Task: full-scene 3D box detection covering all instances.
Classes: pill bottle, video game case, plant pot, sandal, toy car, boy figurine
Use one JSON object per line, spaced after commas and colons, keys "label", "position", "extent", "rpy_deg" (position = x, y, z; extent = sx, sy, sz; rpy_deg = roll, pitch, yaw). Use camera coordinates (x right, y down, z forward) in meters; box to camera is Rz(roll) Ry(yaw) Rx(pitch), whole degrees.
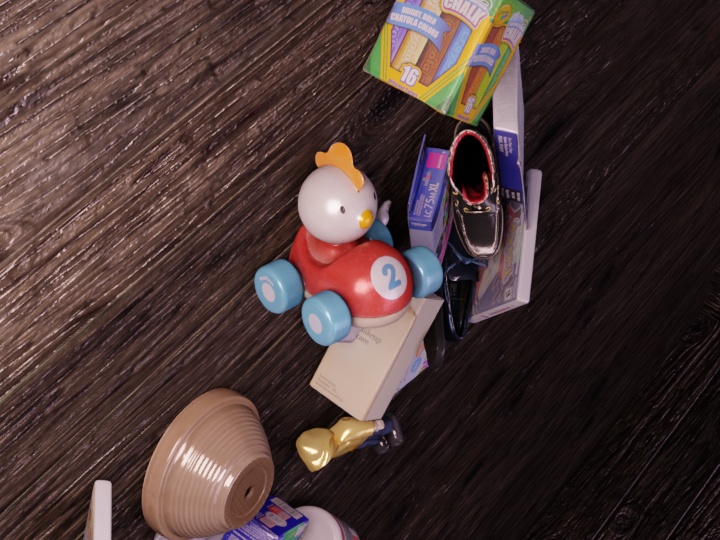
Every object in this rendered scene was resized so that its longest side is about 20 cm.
{"label": "pill bottle", "position": [-0.062, 0.453, 2.168], "extent": [0.116, 0.115, 0.200], "rpy_deg": [-55, 157, -7]}
{"label": "video game case", "position": [-0.305, 0.372, 1.510], "extent": [0.201, 0.023, 0.183], "rpy_deg": [-104, -154, -54]}
{"label": "plant pot", "position": [-0.173, 0.257, 1.678], "extent": [0.201, 0.092, 0.202], "rpy_deg": [-38, 140, -41]}
{"label": "sandal", "position": [0.093, 0.056, 1.969], "extent": [0.201, 0.045, 0.076], "rpy_deg": [-92, -168, -47]}
{"label": "toy car", "position": [-0.014, -0.049, 1.581], "extent": [0.183, 0.176, 0.202], "rpy_deg": [-26, 130, -34]}
{"label": "video game case", "position": [0.212, -0.034, 2.007], "extent": [0.182, 0.023, 0.202], "rpy_deg": [151, -51, -66]}
{"label": "boy figurine", "position": [-0.017, 0.259, 2.045], "extent": [0.124, 0.065, 0.199], "rpy_deg": [-32, 165, 34]}

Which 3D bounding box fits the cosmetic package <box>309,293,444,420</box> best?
{"label": "cosmetic package", "position": [0.023, 0.103, 1.913], "extent": [0.073, 0.103, 0.201], "rpy_deg": [4, 114, -63]}

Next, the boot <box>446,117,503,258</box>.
{"label": "boot", "position": [0.157, -0.107, 1.828], "extent": [0.151, 0.072, 0.202], "rpy_deg": [-53, 141, -79]}

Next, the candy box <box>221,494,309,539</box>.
{"label": "candy box", "position": [-0.172, 0.437, 1.942], "extent": [0.201, 0.077, 0.169], "rpy_deg": [-58, 168, 6]}

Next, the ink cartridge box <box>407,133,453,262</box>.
{"label": "ink cartridge box", "position": [0.098, -0.083, 1.863], "extent": [0.201, 0.042, 0.120], "rpy_deg": [76, 25, -58]}

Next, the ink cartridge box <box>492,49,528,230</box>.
{"label": "ink cartridge box", "position": [0.208, -0.187, 1.875], "extent": [0.200, 0.040, 0.202], "rpy_deg": [71, 18, -62]}

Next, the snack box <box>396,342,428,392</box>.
{"label": "snack box", "position": [0.067, 0.116, 2.088], "extent": [0.200, 0.053, 0.143], "rpy_deg": [-34, 147, -44]}

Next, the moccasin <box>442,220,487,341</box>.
{"label": "moccasin", "position": [0.155, 0.008, 2.020], "extent": [0.080, 0.068, 0.202], "rpy_deg": [-3, 98, -27]}

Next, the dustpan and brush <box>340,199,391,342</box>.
{"label": "dustpan and brush", "position": [0.000, 0.000, 1.815], "extent": [0.201, 0.057, 0.139], "rpy_deg": [-55, 159, 11]}

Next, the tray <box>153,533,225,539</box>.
{"label": "tray", "position": [-0.217, 0.332, 1.813], "extent": [0.108, 0.022, 0.200], "rpy_deg": [-57, 158, -4]}

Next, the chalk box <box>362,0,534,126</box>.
{"label": "chalk box", "position": [0.116, -0.291, 1.571], "extent": [0.201, 0.123, 0.125], "rpy_deg": [-63, 158, 12]}
